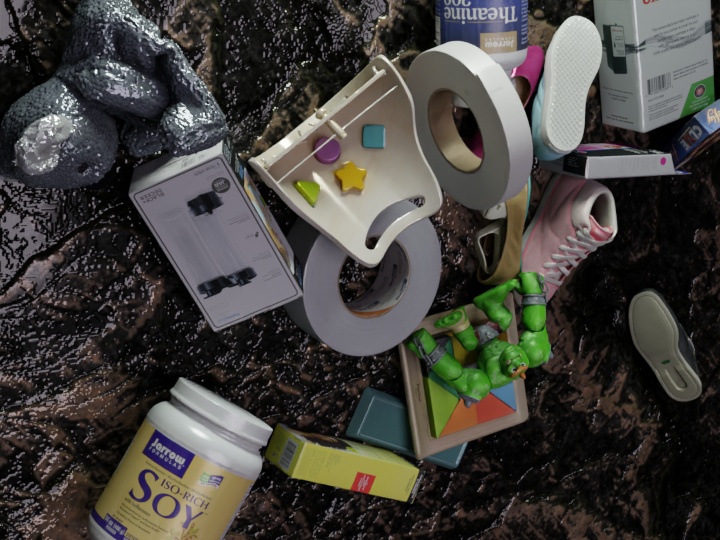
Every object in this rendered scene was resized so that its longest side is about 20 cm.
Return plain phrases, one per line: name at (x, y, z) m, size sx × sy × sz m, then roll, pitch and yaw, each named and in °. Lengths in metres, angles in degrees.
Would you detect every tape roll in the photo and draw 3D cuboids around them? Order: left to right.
tape roll at (0.000, 0.000, 1.500) m, size 0.200 × 0.066 × 0.201 m, roll -10°, pitch 109°, yaw -31°
tape roll at (0.124, -0.169, 1.448) m, size 0.037 × 0.203 × 0.203 m, roll -25°, pitch 117°, yaw -25°

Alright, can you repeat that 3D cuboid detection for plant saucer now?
plant saucer at (0.071, 0.214, 1.644) m, size 0.200 × 0.019 × 0.070 m, roll 23°, pitch 90°, yaw -36°

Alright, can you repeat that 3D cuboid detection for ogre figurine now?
ogre figurine at (0.170, 0.091, 1.587) m, size 0.200 × 0.098 × 0.120 m, roll -29°, pitch 91°, yaw -38°

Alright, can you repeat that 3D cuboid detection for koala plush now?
koala plush at (-0.273, -0.154, 1.215) m, size 0.200 × 0.177 × 0.184 m, roll -39°, pitch 111°, yaw -18°

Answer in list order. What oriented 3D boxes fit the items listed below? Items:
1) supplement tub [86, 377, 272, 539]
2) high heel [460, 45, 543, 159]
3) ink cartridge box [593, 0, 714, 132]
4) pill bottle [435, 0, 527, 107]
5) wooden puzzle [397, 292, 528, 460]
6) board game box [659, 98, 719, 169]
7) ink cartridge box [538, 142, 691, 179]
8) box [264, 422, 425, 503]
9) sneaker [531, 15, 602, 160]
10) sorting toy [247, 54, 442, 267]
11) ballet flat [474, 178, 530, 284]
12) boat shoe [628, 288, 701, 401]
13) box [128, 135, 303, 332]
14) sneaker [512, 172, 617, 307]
supplement tub at (-0.200, 0.237, 1.388) m, size 0.145 × 0.145 × 0.200 m, roll 32°, pitch 86°, yaw -36°
high heel at (0.189, -0.198, 1.548) m, size 0.200 × 0.096 × 0.067 m, roll -50°, pitch 125°, yaw -11°
ink cartridge box at (0.397, -0.305, 1.664) m, size 0.146 × 0.083 × 0.200 m, roll -21°, pitch 116°, yaw -27°
pill bottle at (0.145, -0.300, 1.477) m, size 0.111 × 0.111 × 0.200 m, roll -13°, pitch 111°, yaw -31°
wooden puzzle at (0.143, 0.140, 1.644) m, size 0.200 × 0.037 × 0.185 m, roll -17°, pitch 104°, yaw -30°
board game box at (0.520, -0.220, 1.749) m, size 0.200 × 0.136 × 0.035 m, roll -33°, pitch 79°, yaw -22°
ink cartridge box at (0.346, -0.149, 1.671) m, size 0.200 × 0.095 × 0.037 m, roll -3°, pitch 105°, yaw -34°
box at (-0.018, 0.245, 1.559) m, size 0.200 × 0.075 × 0.050 m, roll 20°, pitch 93°, yaw -38°
sneaker at (0.256, -0.235, 1.609) m, size 0.074 × 0.082 × 0.200 m, roll 23°, pitch 70°, yaw -15°
sorting toy at (-0.003, -0.105, 1.397) m, size 0.200 × 0.107 × 0.180 m, roll -41°, pitch 93°, yaw -17°
ballet flat at (0.180, -0.061, 1.587) m, size 0.063 × 0.069 × 0.200 m, roll -13°, pitch 125°, yaw -15°
boat shoe at (0.457, 0.103, 1.854) m, size 0.200 × 0.072 × 0.068 m, roll 59°, pitch 34°, yaw -25°
box at (-0.155, -0.040, 1.356) m, size 0.116 × 0.060 × 0.200 m, roll -23°, pitch 120°, yaw 10°
sneaker at (0.276, -0.033, 1.655) m, size 0.075 × 0.105 × 0.201 m, roll 17°, pitch 95°, yaw -38°
